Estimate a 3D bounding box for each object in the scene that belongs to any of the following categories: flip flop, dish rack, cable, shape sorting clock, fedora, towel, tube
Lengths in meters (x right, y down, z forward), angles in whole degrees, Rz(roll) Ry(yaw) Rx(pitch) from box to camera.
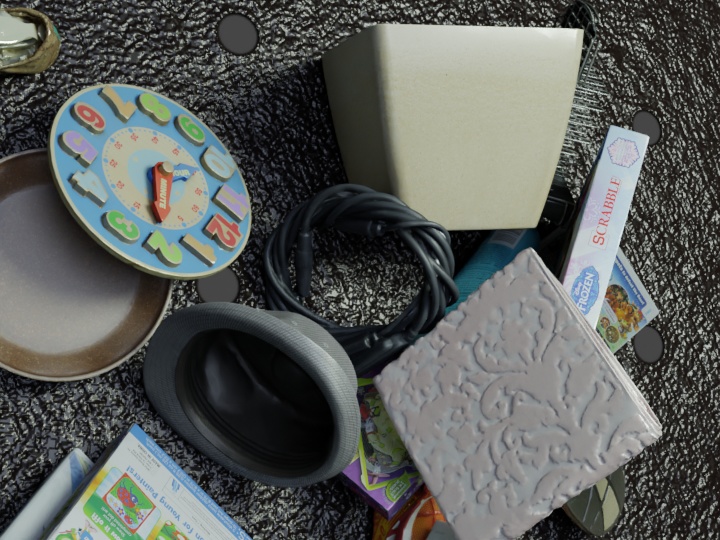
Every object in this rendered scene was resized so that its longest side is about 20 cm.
[{"bbox_3d":[0.188,0.182,1.103,0.200,0.058,0.081,42,69,-6],"label":"flip flop"},{"bbox_3d":[0.203,-0.161,1.089,0.054,0.154,0.202,13,115,-8],"label":"dish rack"},{"bbox_3d":[0.000,0.000,0.991,0.164,0.200,0.051,56,37,4],"label":"cable"},{"bbox_3d":[-0.179,-0.082,0.964,0.199,0.039,0.202,28,45,-32],"label":"shape sorting clock"},{"bbox_3d":[-0.081,0.094,0.963,0.198,0.178,0.090,25,33,9],"label":"fedora"},{"bbox_3d":[0.124,0.114,0.931,0.032,0.200,0.192,14,41,-57],"label":"towel"},{"bbox_3d":[0.115,0.016,1.067,0.200,0.077,0.051,-47,115,-43],"label":"tube"}]

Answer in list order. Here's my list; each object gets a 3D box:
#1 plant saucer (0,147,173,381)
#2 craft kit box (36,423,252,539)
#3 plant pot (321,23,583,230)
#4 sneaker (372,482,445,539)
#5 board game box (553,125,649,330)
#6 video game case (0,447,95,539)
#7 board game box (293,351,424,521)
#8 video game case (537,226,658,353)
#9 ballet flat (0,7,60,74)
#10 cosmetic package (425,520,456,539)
[{"bbox_3d":[-0.262,-0.004,0.949,0.198,0.037,0.203,5,78,-24],"label":"plant saucer"},{"bbox_3d":[-0.163,0.254,0.877,0.200,0.048,0.198,47,26,-10],"label":"craft kit box"},{"bbox_3d":[0.082,-0.127,1.042,0.198,0.200,0.179,-3,94,-16],"label":"plant pot"},{"bbox_3d":[0.053,0.250,1.033,0.077,0.073,0.202,27,73,-39],"label":"sneaker"},{"bbox_3d":[0.212,-0.004,1.055,0.041,0.200,0.201,18,70,7],"label":"board game box"},{"bbox_3d":[-0.202,0.264,0.873,0.200,0.022,0.183,47,29,-9],"label":"video game case"},{"bbox_3d":[0.046,0.123,1.034,0.120,0.032,0.200,34,62,27],"label":"board game box"},{"bbox_3d":[0.216,0.040,1.165,0.199,0.018,0.144,-35,94,-26],"label":"video game case"},{"bbox_3d":[-0.352,-0.194,0.930,0.198,0.065,0.071,-16,86,-26],"label":"ballet flat"},{"bbox_3d":[0.122,0.328,0.998,0.200,0.071,0.102,50,59,-30],"label":"cosmetic package"}]
